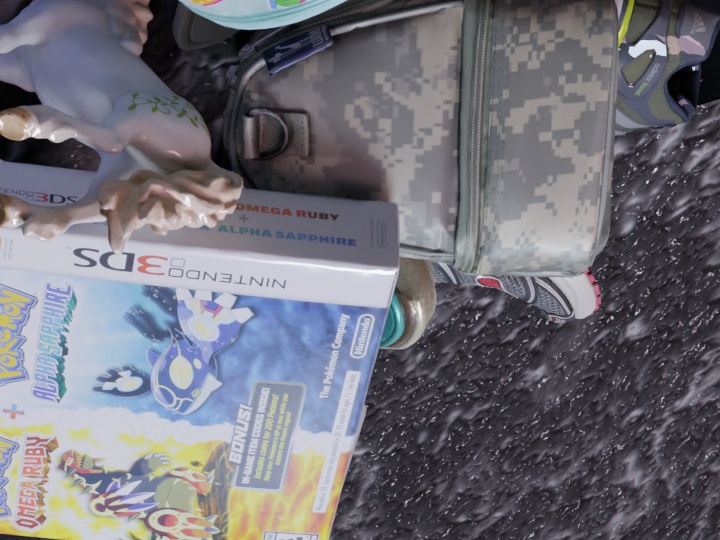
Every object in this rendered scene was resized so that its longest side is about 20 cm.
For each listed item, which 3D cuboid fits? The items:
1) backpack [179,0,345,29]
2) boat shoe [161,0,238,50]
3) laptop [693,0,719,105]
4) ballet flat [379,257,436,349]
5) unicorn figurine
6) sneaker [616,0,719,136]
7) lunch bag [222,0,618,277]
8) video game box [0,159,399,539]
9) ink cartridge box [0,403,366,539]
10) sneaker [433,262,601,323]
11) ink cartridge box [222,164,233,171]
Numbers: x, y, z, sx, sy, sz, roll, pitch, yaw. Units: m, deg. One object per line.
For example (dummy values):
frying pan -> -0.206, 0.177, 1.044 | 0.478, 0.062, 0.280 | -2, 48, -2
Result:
backpack -> -0.036, -0.191, 0.998 | 0.176, 0.200, 0.153 | -26, 150, 17
boat shoe -> -0.050, -0.181, 1.157 | 0.075, 0.062, 0.200 | -29, 155, -38
laptop -> 0.212, -0.184, 1.455 | 0.187, 0.116, 0.200 | 18, 94, -54
ballet flat -> 0.000, 0.000, 1.295 | 0.062, 0.068, 0.200 | -27, -171, -21
unicorn figurine -> -0.116, -0.085, 1.100 | 0.137, 0.200, 0.074 | -15, 157, -38
sneaker -> 0.132, -0.090, 1.395 | 0.081, 0.074, 0.200 | 13, 161, -1
lunch bag -> 0.026, -0.078, 1.213 | 0.167, 0.200, 0.140 | 0, 103, 0
video game box -> -0.089, 0.043, 1.166 | 0.182, 0.047, 0.200 | 7, 135, -6
ink cartridge box -> -0.097, 0.125, 1.334 | 0.148, 0.086, 0.200 | 36, 60, -32
sneaker -> 0.065, -0.020, 1.470 | 0.075, 0.081, 0.200 | -39, 142, 12
ink cartridge box -> -0.052, -0.009, 1.397 | 0.099, 0.039, 0.200 | -26, 147, -20
